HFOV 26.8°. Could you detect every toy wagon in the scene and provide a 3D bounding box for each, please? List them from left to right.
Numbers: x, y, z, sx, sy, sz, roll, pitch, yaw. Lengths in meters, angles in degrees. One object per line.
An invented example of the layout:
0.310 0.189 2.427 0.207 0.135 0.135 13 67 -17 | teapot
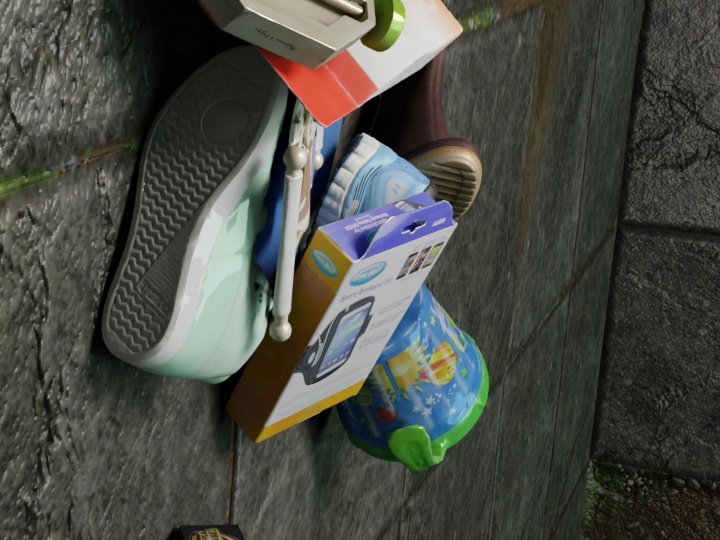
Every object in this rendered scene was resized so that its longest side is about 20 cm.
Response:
-0.048 -0.210 0.860 0.154 0.039 0.201 20 51 -36 | toy wagon

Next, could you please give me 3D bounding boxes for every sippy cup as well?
0.027 0.069 1.258 0.140 0.177 0.131 -45 139 -15 | sippy cup

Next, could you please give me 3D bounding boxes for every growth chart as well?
-0.037 -0.063 0.946 0.201 0.018 0.146 -82 178 -52 | growth chart

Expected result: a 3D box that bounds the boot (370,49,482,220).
0.045 -0.112 1.210 0.200 0.072 0.168 -38 -143 60 | boot

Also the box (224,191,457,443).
-0.010 0.024 1.049 0.119 0.041 0.201 -21 146 -49 | box

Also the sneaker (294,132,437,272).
0.000 0.000 1.130 0.079 0.089 0.201 -63 176 -53 | sneaker

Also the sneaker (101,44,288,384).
-0.083 -0.029 0.911 0.202 0.073 0.118 -69 156 -8 | sneaker

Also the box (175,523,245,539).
-0.086 0.288 0.947 0.200 0.049 0.200 -140 -125 -69 | box

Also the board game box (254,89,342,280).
-0.062 -0.084 1.028 0.200 0.039 0.159 -59 159 -47 | board game box

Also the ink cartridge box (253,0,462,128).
-0.026 -0.180 0.911 0.163 0.050 0.200 51 23 -2 | ink cartridge box
